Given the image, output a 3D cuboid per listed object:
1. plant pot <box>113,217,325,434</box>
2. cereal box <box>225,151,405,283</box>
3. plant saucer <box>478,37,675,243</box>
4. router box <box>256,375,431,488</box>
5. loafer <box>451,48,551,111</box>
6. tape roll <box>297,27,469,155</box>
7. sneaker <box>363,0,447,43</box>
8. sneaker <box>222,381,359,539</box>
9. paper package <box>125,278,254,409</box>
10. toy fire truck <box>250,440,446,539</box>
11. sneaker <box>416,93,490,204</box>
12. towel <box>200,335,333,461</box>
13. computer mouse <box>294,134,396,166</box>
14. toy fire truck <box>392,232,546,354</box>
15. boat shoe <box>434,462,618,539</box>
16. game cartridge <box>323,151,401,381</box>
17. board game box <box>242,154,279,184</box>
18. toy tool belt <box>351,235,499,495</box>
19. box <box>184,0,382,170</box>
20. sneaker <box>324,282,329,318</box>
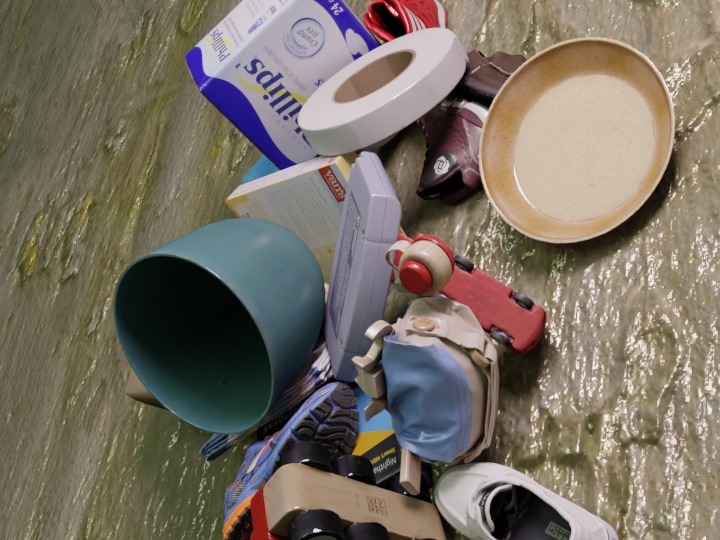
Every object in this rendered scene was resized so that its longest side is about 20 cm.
[{"bbox_3d":[-0.128,0.040,1.117,0.199,0.203,0.161,-22,13,39],"label":"plant pot"},{"bbox_3d":[-0.049,-0.054,1.244,0.198,0.145,0.040,-12,29,44],"label":"cereal box"},{"bbox_3d":[0.209,-0.121,1.035,0.198,0.035,0.204,-10,73,32],"label":"plant saucer"},{"bbox_3d":[-0.022,0.186,1.105,0.199,0.051,0.151,-35,42,28],"label":"router box"},{"bbox_3d":[0.156,-0.207,1.171,0.072,0.073,0.199,-56,36,0],"label":"loafer"},{"bbox_3d":[0.023,-0.200,1.197,0.200,0.037,0.204,-27,25,13],"label":"tape roll"},{"bbox_3d":[0.052,-0.324,1.350,0.078,0.115,0.201,-45,38,14],"label":"sneaker"},{"bbox_3d":[-0.078,0.185,1.069,0.201,0.075,0.079,-50,36,10],"label":"sneaker"},{"bbox_3d":[-0.197,0.073,1.293,0.199,0.102,0.194,-14,60,67],"label":"paper package"},{"bbox_3d":[-0.037,0.277,0.960,0.201,0.174,0.130,-50,35,28],"label":"toy fire truck"},{"bbox_3d":[0.080,-0.141,1.216,0.117,0.075,0.199,-60,36,1],"label":"sneaker"},{"bbox_3d":[-0.087,0.126,1.201,0.199,0.024,0.147,-37,10,28],"label":"towel"},{"bbox_3d":[0.002,-0.157,1.296,0.200,0.044,0.109,-41,9,-36],"label":"computer mouse"},{"bbox_3d":[0.093,0.019,1.052,0.198,0.141,0.049,32,88,16],"label":"toy fire truck"},{"bbox_3d":[0.122,0.204,0.906,0.199,0.065,0.073,20,79,54],"label":"boat shoe"},{"bbox_3d":[0.000,0.000,1.071,0.134,0.040,0.203,-100,20,-63],"label":"game cartridge"},{"bbox_3d":[-0.075,-0.112,1.408,0.153,0.040,0.201,-46,37,16],"label":"board game box"},{"bbox_3d":[0.053,0.086,0.946,0.123,0.203,0.123,6,33,35],"label":"toy tool belt"},{"bbox_3d":[-0.081,-0.252,1.335,0.199,0.184,0.105,-41,39,9],"label":"box"},{"bbox_3d":[-0.076,0.056,1.259,0.199,0.076,0.085,-15,56,60],"label":"sneaker"}]
